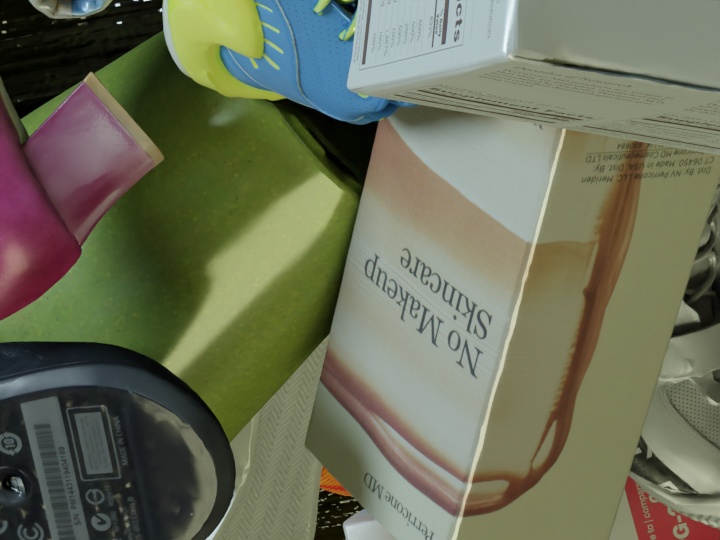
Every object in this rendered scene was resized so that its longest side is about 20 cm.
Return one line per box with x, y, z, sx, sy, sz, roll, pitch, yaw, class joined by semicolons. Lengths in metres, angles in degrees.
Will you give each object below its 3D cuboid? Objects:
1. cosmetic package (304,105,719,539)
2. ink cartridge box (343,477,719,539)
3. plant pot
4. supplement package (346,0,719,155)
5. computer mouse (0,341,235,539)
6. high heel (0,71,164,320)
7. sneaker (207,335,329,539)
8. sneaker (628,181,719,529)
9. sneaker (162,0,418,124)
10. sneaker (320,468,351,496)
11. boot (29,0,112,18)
0.056;-0.001;0.763;0.087;0.103;0.200;-6;119;-36;cosmetic package
0.104;0.146;1.150;0.199;0.085;0.145;-16;177;11;ink cartridge box
-0.078;-0.013;0.850;0.190;0.200;0.200;-39;137;21;plant pot
0.115;-0.118;0.626;0.199;0.156;0.111;8;177;-23;supplement package
-0.142;0.062;0.763;0.199;0.053;0.139;0;114;6;computer mouse
-0.167;-0.076;0.720;0.096;0.200;0.067;-43;-172;-5;high heel
-0.077;0.091;1.006;0.074;0.116;0.200;3;112;-43;sneaker
0.127;0.003;0.822;0.075;0.200;0.115;-26;167;-50;sneaker
-0.012;-0.112;0.668;0.105;0.076;0.200;24;160;11;sneaker
0.020;0.089;1.058;0.077;0.073;0.200;22;159;-37;sneaker
-0.089;-0.170;0.663;0.073;0.096;0.200;-4;147;-6;boot
